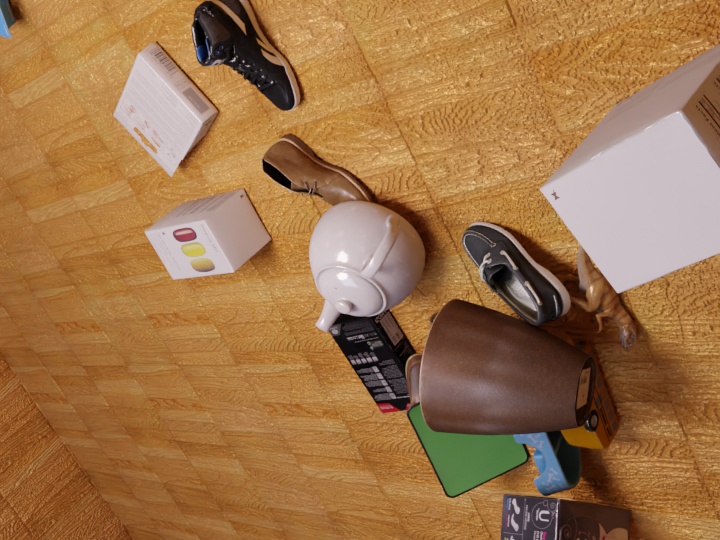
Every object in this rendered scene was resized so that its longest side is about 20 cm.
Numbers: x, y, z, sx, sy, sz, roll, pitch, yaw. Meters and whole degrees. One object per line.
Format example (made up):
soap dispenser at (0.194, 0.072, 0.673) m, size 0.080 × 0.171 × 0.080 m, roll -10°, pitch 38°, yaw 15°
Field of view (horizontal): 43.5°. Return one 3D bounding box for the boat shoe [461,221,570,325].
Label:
boat shoe at (0.202, 0.001, 1.253) m, size 0.200 × 0.060 × 0.076 m, roll 40°, pitch 142°, yaw 39°

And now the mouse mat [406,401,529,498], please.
mouse mat at (0.182, 0.276, 1.509) m, size 0.008 × 0.160 × 0.201 m, roll -113°, pitch -3°, yaw -67°

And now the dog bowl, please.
dog bowl at (0.292, 0.259, 1.405) m, size 0.049 × 0.112 × 0.201 m, roll -11°, pitch 116°, yaw 32°

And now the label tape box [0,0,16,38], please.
label tape box at (-0.711, -0.524, 1.689) m, size 0.199 × 0.063 × 0.145 m, roll 18°, pitch 134°, yaw 32°

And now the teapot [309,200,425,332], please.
teapot at (0.000, 0.000, 1.381) m, size 0.196 × 0.147 × 0.201 m, roll 3°, pitch 140°, yaw 29°

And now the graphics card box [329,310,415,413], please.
graphics card box at (0.039, 0.157, 1.596) m, size 0.125 × 0.051 × 0.201 m, roll -16°, pitch 113°, yaw 49°

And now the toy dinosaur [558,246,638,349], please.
toy dinosaur at (0.313, 0.020, 1.219) m, size 0.106 × 0.061 × 0.201 m, roll -16°, pitch 122°, yaw 36°

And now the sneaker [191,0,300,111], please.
sneaker at (-0.181, -0.306, 1.338) m, size 0.073 × 0.112 × 0.201 m, roll -16°, pitch 112°, yaw 50°

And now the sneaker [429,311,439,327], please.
sneaker at (0.198, 0.126, 1.399) m, size 0.199 × 0.067 × 0.091 m, roll 10°, pitch 125°, yaw 34°

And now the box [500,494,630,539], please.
box at (0.326, 0.432, 1.425) m, size 0.199 × 0.134 × 0.114 m, roll 19°, pitch 160°, yaw -37°

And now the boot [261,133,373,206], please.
boot at (-0.070, -0.132, 1.421) m, size 0.199 × 0.075 × 0.074 m, roll 35°, pitch 138°, yaw 12°

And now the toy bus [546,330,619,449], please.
toy bus at (0.314, 0.171, 1.322) m, size 0.065 × 0.078 × 0.201 m, roll 0°, pitch 123°, yaw 45°

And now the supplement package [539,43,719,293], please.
supplement package at (0.336, -0.113, 0.945) m, size 0.147 × 0.200 × 0.191 m, roll 51°, pitch 143°, yaw -7°

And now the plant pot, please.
plant pot at (0.208, 0.144, 1.220) m, size 0.198 × 0.187 × 0.188 m, roll 7°, pitch 129°, yaw 30°

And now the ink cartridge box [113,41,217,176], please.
ink cartridge box at (-0.344, -0.276, 1.581) m, size 0.161 × 0.050 × 0.200 m, roll 47°, pitch 147°, yaw -1°

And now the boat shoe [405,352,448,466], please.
boat shoe at (0.122, 0.237, 1.524) m, size 0.071 × 0.068 × 0.202 m, roll -11°, pitch 109°, yaw 9°

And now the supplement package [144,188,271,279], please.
supplement package at (-0.281, -0.064, 1.654) m, size 0.199 × 0.110 × 0.114 m, roll -7°, pitch 119°, yaw 46°
